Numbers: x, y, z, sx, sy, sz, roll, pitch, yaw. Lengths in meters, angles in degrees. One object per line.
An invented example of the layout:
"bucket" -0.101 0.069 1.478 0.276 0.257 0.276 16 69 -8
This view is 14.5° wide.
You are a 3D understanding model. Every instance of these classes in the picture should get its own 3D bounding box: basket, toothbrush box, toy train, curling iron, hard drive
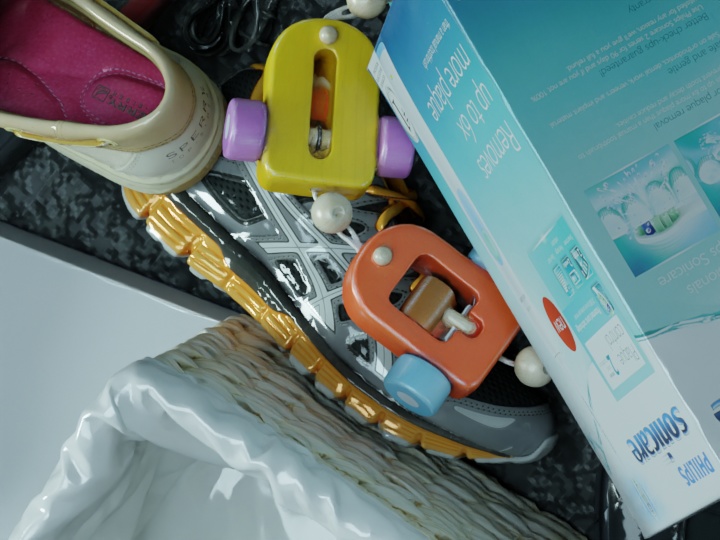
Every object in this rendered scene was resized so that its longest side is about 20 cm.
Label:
"basket" -0.037 0.146 1.056 0.198 0.161 0.200 33 106 3
"toothbrush box" 0.092 -0.022 0.945 0.085 0.146 0.200 -30 84 -10
"toy train" 0.033 -0.049 1.049 0.150 0.056 0.200 32 72 -2
"curling iron" -0.112 -0.069 1.138 0.200 0.026 0.050 -34 83 21
"hard drive" -0.128 0.093 1.168 0.132 0.025 0.200 21 105 15

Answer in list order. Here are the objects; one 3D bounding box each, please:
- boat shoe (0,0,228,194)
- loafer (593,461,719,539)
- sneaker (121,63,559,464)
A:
"boat shoe" -0.145 -0.092 1.070 0.200 0.069 0.074 20 79 13
"loafer" 0.128 0.062 1.049 0.070 0.068 0.201 3 95 25
"sneaker" 0.000 0.000 1.084 0.200 0.078 0.077 39 103 11
